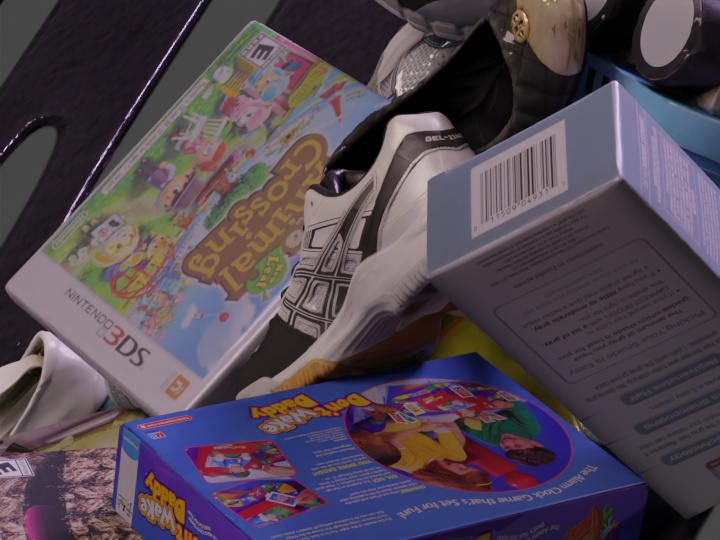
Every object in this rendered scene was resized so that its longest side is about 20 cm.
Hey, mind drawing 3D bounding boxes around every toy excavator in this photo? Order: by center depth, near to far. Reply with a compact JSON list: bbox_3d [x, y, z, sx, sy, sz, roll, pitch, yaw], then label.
[{"bbox_3d":[0.111,-0.047,1.301,0.194,0.099,0.201,38,107,56],"label":"toy excavator"}]

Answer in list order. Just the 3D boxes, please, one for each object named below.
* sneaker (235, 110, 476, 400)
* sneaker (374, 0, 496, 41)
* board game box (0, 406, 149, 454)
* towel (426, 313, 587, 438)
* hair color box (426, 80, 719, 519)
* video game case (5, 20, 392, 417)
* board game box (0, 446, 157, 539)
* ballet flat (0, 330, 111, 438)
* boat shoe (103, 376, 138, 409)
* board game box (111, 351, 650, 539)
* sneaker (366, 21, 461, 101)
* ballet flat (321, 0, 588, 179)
[{"bbox_3d":[0.000,0.000,1.312,0.200,0.075,0.088,-43,65,41],"label":"sneaker"},{"bbox_3d":[0.089,-0.159,1.412,0.199,0.116,0.075,21,66,11],"label":"sneaker"},{"bbox_3d":[-0.121,0.107,1.430,0.199,0.033,0.120,-14,30,-24],"label":"board game box"},{"bbox_3d":[0.059,0.047,1.411,0.086,0.018,0.201,-41,35,18],"label":"towel"},{"bbox_3d":[0.125,0.017,1.202,0.099,0.200,0.061,-27,40,27],"label":"hair color box"},{"bbox_3d":[-0.071,-0.025,1.440,0.200,0.022,0.182,-47,42,-8],"label":"video game case"},{"bbox_3d":[-0.073,0.158,1.270,0.160,0.199,0.097,-129,42,-55],"label":"board game box"},{"bbox_3d":[-0.227,0.111,1.614,0.200,0.069,0.069,-46,34,3],"label":"ballet flat"},{"bbox_3d":[-0.078,-0.008,1.510,0.071,0.070,0.202,3,52,18],"label":"boat shoe"},{"bbox_3d":[0.009,0.100,1.250,0.134,0.199,0.045,37,127,46],"label":"board game box"},{"bbox_3d":[0.027,-0.068,1.518,0.200,0.077,0.087,-35,41,34],"label":"sneaker"},{"bbox_3d":[0.046,-0.073,1.288,0.200,0.056,0.067,-46,49,52],"label":"ballet flat"}]
